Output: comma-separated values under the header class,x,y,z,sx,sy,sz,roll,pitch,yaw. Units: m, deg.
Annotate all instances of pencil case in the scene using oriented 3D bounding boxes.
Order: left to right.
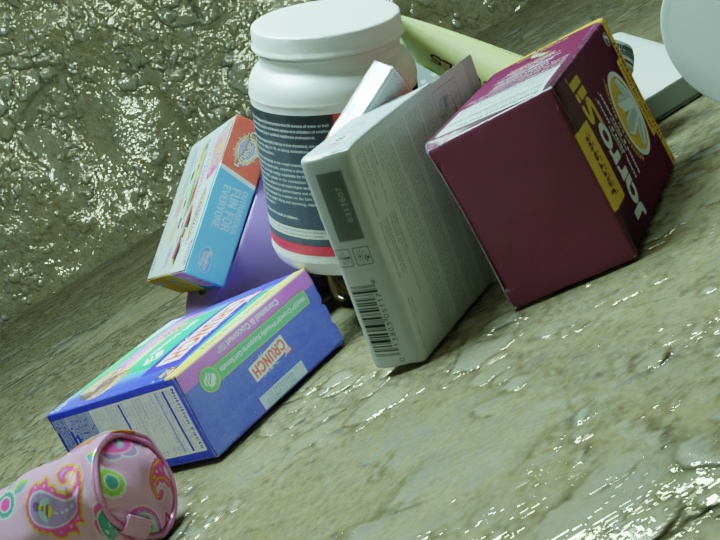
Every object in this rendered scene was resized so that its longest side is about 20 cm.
class,x,y,z,sx,sy,sz,roll,pitch,yaw
pencil case,-0.220,0.179,0.867,0.198,0.088,0.088,-27,11,26

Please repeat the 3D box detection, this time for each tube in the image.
class,x,y,z,sx,sy,sz,roll,pitch,yaw
tube,0.109,-0.163,1.048,0.052,0.198,0.059,-44,-26,-46

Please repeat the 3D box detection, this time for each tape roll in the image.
class,x,y,z,sx,sy,sz,roll,pitch,yaw
tape roll,-0.106,-0.029,1.231,0.201,0.065,0.202,-56,23,37

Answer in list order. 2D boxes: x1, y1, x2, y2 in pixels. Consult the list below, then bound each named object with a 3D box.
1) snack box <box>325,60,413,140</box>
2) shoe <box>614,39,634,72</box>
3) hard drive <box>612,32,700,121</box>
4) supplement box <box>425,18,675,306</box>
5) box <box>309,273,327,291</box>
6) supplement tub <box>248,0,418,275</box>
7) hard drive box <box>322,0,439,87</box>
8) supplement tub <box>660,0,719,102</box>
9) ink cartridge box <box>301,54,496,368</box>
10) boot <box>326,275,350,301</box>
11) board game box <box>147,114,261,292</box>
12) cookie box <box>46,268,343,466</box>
class,x,y,z,sx,sy,sz,roll,pitch,yaw
snack box,0.046,-0.077,0.987,0.024,0.200,0.072,23,77,39
shoe,0.172,-0.137,1.135,0.071,0.092,0.200,13,-12,-24
hard drive,0.247,-0.180,1.226,0.131,0.026,0.200,-32,23,-3
supplement box,0.144,-0.085,0.907,0.102,0.132,0.200,-23,14,29
box,-0.071,-0.002,1.373,0.199,0.039,0.137,-24,14,34
supplement tub,-0.017,-0.111,1.040,0.138,0.203,0.141,-6,24,3
hard drive box,0.015,-0.159,1.278,0.077,0.200,0.157,-37,-19,-31
supplement tub,0.333,-0.225,0.983,0.145,0.146,0.200,-19,16,48
ink cartridge box,0.047,-0.048,0.925,0.056,0.164,0.200,-10,21,32
boot,0.000,0.000,1.130,0.073,0.077,0.200,-4,21,-9
board game box,-0.149,-0.058,1.219,0.200,0.040,0.155,-6,65,71
cookie box,-0.138,0.090,1.045,0.199,0.076,0.171,-19,15,45
